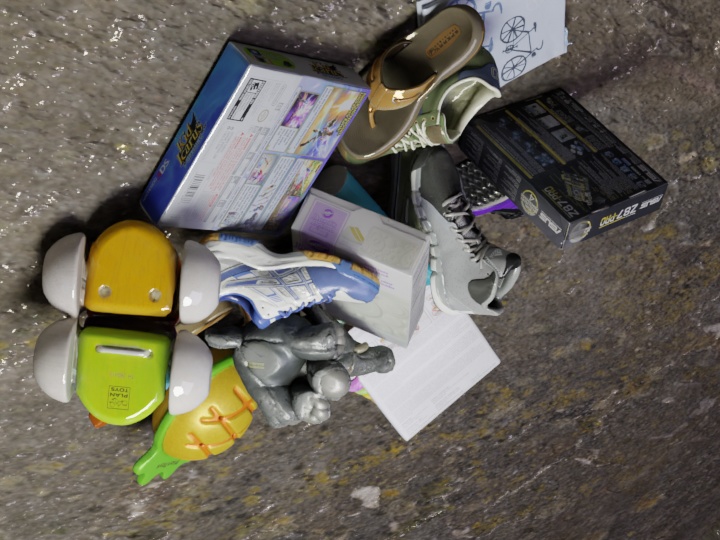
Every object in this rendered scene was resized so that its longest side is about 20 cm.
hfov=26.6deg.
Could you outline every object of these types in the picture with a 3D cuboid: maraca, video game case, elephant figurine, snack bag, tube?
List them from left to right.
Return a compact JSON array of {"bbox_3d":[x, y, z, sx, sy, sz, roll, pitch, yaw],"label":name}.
[{"bbox_3d":[-0.189,0.169,1.748,0.201,0.107,0.137,-53,156,20],"label":"maraca"},{"bbox_3d":[-0.107,-0.129,1.556,0.180,0.046,0.201,4,127,-49],"label":"video game case"},{"bbox_3d":[-0.060,0.088,1.700,0.140,0.156,0.200,-18,-168,16],"label":"elephant figurine"},{"bbox_3d":[0.016,-0.040,1.737,0.200,0.077,0.051,47,55,-39],"label":"tube"},{"bbox_3d":[0.150,-0.270,1.684,0.199,0.021,0.189,-29,146,-14],"label":"snack bag"}]

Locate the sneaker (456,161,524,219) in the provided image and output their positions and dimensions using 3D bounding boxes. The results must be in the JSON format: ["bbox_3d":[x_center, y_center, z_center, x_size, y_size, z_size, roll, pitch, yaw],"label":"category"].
[{"bbox_3d":[0.177,-0.095,1.890,0.199,0.070,0.100,-25,148,-25],"label":"sneaker"}]

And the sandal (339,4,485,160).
[{"bbox_3d":[0.045,-0.201,1.586,0.200,0.080,0.054,-43,166,15],"label":"sandal"}]

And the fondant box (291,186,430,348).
[{"bbox_3d":[0.000,0.000,1.701,0.200,0.143,0.059,91,24,-64],"label":"fondant box"}]

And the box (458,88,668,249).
[{"bbox_3d":[0.238,-0.124,1.794,0.160,0.200,0.049,-20,142,-31],"label":"box"}]

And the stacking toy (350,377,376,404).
[{"bbox_3d":[0.008,0.121,1.961,0.199,0.110,0.116,14,123,-41],"label":"stacking toy"}]

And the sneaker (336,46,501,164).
[{"bbox_3d":[0.066,-0.166,1.636,0.200,0.090,0.067,-38,144,13],"label":"sneaker"}]

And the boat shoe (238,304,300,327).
[{"bbox_3d":[-0.112,0.080,1.795,0.073,0.076,0.201,-24,137,-17],"label":"boat shoe"}]

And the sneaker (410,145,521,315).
[{"bbox_3d":[0.126,-0.041,1.668,0.075,0.115,0.202,-32,119,-37],"label":"sneaker"}]

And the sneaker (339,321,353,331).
[{"bbox_3d":[0.010,0.021,1.839,0.118,0.074,0.201,-15,143,-47],"label":"sneaker"}]

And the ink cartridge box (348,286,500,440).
[{"bbox_3d":[0.066,0.095,1.893,0.162,0.057,0.200,-39,123,-4],"label":"ink cartridge box"}]

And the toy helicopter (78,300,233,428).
[{"bbox_3d":[-0.221,0.089,1.666,0.199,0.079,0.132,-34,173,8],"label":"toy helicopter"}]

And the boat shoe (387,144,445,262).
[{"bbox_3d":[0.069,-0.077,1.746,0.071,0.062,0.202,-17,123,-14],"label":"boat shoe"}]

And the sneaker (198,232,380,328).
[{"bbox_3d":[-0.080,0.023,1.604,0.198,0.089,0.075,10,166,-4],"label":"sneaker"}]

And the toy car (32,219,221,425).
[{"bbox_3d":[-0.231,0.054,1.533,0.173,0.202,0.150,5,176,-4],"label":"toy car"}]
